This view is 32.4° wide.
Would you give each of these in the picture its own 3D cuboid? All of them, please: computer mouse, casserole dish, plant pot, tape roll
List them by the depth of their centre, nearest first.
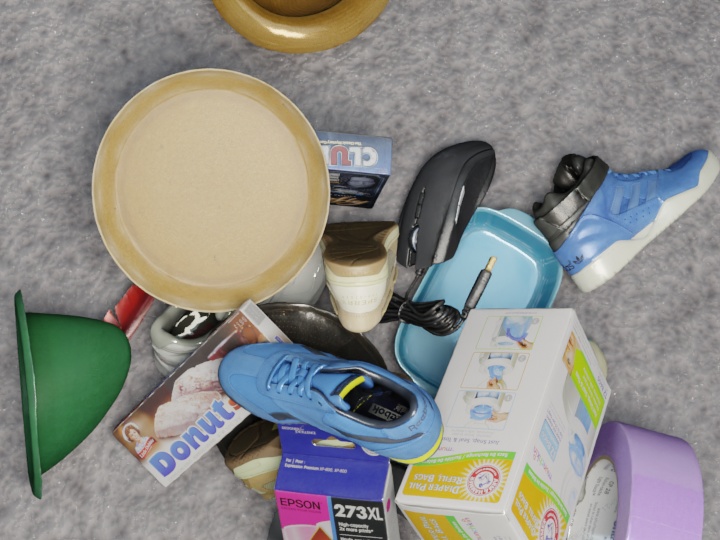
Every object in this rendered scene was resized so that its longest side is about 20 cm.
[{"bbox_3d":[-0.124,-0.066,1.035,0.196,0.028,0.204,-1,101,-5],"label":"plant pot"},{"bbox_3d":[0.227,0.237,1.074,0.065,0.200,0.204,15,81,-4],"label":"tape roll"},{"bbox_3d":[0.078,-0.037,1.126,0.046,0.140,0.202,37,78,-37],"label":"computer mouse"},{"bbox_3d":[0.110,0.037,1.169,0.120,0.039,0.202,29,80,-2],"label":"casserole dish"}]

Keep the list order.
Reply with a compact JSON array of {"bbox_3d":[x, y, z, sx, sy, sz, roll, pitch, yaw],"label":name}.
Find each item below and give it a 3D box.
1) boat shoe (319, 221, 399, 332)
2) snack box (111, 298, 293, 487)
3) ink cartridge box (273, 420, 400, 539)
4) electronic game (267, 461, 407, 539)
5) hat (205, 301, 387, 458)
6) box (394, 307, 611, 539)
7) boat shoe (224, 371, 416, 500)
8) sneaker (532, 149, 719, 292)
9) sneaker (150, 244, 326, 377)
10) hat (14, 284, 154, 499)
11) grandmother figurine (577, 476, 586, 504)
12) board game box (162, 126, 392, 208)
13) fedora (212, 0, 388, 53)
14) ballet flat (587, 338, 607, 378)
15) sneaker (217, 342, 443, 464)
[{"bbox_3d":[0.000,0.000,1.082,0.071,0.200,0.066,-3,105,2],"label":"boat shoe"},{"bbox_3d":[-0.134,0.110,1.075,0.072,0.024,0.200,44,121,-6],"label":"snack box"},{"bbox_3d":[-0.016,0.215,1.017,0.093,0.037,0.203,3,120,17],"label":"ink cartridge box"},{"bbox_3d":[0.009,0.264,1.093,0.196,0.042,0.204,3,100,16],"label":"electronic game"},{"bbox_3d":[-0.051,0.101,1.109,0.197,0.081,0.204,5,118,8],"label":"hat"},{"bbox_3d":[0.122,0.143,1.022,0.113,0.100,0.202,58,44,-37],"label":"box"},{"bbox_3d":[-0.020,0.146,1.044,0.077,0.198,0.072,53,37,-21],"label":"boat shoe"},{"bbox_3d":[0.248,-0.081,1.173,0.199,0.077,0.112,-39,90,-17],"label":"sneaker"},{"bbox_3d":[-0.104,0.023,1.111,0.199,0.100,0.078,-40,74,-11],"label":"sneaker"},{"bbox_3d":[-0.206,0.085,1.076,0.173,0.165,0.204,-5,99,-18],"label":"hat"},{"bbox_3d":[0.135,0.244,1.098,0.120,0.061,0.202,33,104,2],"label":"grandmother figurine"},{"bbox_3d":[-0.077,-0.095,1.116,0.196,0.136,0.035,5,80,-5],"label":"board game box"},{"bbox_3d":[-0.058,-0.289,1.171,0.197,0.082,0.205,2,78,-9],"label":"fedora"},{"bbox_3d":[0.172,0.152,1.145,0.068,0.069,0.203,21,78,-3],"label":"ballet flat"},{"bbox_3d":[-0.029,0.088,0.951,0.197,0.079,0.067,16,68,24],"label":"sneaker"}]
